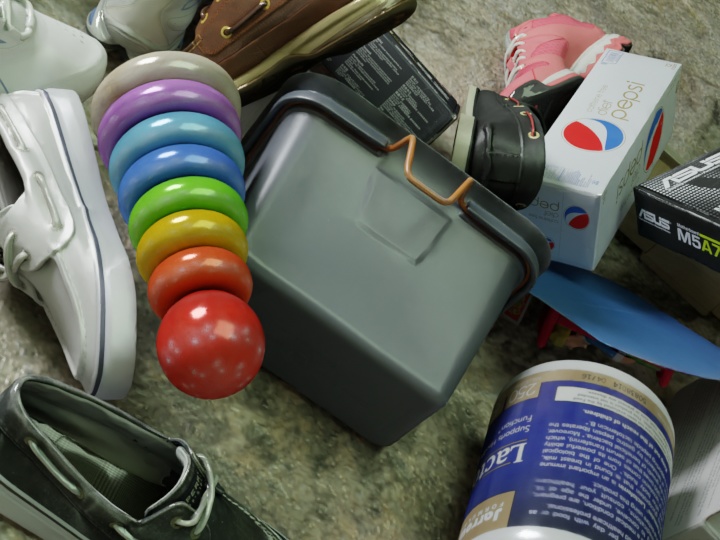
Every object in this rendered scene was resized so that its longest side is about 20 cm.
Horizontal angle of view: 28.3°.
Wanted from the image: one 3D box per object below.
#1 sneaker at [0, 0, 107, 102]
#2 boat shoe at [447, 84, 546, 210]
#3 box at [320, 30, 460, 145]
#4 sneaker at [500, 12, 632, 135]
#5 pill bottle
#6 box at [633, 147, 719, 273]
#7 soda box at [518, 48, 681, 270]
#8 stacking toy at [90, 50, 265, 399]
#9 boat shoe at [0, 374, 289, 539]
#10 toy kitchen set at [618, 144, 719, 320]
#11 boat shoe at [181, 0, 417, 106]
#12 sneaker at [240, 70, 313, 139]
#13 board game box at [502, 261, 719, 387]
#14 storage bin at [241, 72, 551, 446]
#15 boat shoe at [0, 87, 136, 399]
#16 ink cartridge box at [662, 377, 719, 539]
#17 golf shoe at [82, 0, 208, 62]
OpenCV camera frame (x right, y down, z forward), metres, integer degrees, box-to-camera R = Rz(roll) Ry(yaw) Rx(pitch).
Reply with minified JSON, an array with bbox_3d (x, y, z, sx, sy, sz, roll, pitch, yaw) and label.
[{"bbox_3d":[-0.234,-0.143,0.818,0.199,0.087,0.075,11,48,-33],"label":"sneaker"},{"bbox_3d":[0.091,-0.081,0.963,0.063,0.074,0.201,9,13,1],"label":"boat shoe"},{"bbox_3d":[-0.014,-0.167,0.974,0.200,0.049,0.161,48,11,-3],"label":"box"},{"bbox_3d":[0.141,-0.157,1.152,0.087,0.074,0.200,36,37,15],"label":"sneaker"},{"bbox_3d":[0.115,0.157,0.821,0.115,0.116,0.200,34,42,-11],"label":"pill bottle"},{"bbox_3d":[0.325,-0.049,0.982,0.199,0.048,0.193,-24,32,-21],"label":"box"},{"bbox_3d":[0.178,-0.087,1.061,0.063,0.068,0.200,16,41,21],"label":"soda box"},{"bbox_3d":[-0.092,-0.019,0.753,0.085,0.085,0.201,12,47,-30],"label":"stacking toy"},{"bbox_3d":[-0.103,0.120,0.714,0.199,0.071,0.072,29,43,-17],"label":"boat shoe"},{"bbox_3d":[0.332,-0.071,1.133,0.200,0.181,0.163,41,40,-2],"label":"toy kitchen set"},{"bbox_3d":[-0.064,-0.144,0.874,0.068,0.199,0.072,65,21,0],"label":"boat shoe"},{"bbox_3d":[-0.018,-0.086,0.965,0.200,0.075,0.089,42,27,-8],"label":"sneaker"},{"bbox_3d":[0.164,0.043,0.981,0.157,0.039,0.200,10,19,-42],"label":"board game box"},{"bbox_3d":[0.000,0.000,0.856,0.200,0.146,0.135,35,52,-9],"label":"storage bin"},{"bbox_3d":[-0.171,-0.018,0.778,0.065,0.072,0.201,-4,62,-27],"label":"boat shoe"},{"bbox_3d":[0.252,0.111,0.919,0.045,0.176,0.200,45,41,-5],"label":"ink cartridge box"},{"bbox_3d":[-0.119,-0.219,0.964,0.078,0.097,0.201,25,43,-17],"label":"golf shoe"}]
